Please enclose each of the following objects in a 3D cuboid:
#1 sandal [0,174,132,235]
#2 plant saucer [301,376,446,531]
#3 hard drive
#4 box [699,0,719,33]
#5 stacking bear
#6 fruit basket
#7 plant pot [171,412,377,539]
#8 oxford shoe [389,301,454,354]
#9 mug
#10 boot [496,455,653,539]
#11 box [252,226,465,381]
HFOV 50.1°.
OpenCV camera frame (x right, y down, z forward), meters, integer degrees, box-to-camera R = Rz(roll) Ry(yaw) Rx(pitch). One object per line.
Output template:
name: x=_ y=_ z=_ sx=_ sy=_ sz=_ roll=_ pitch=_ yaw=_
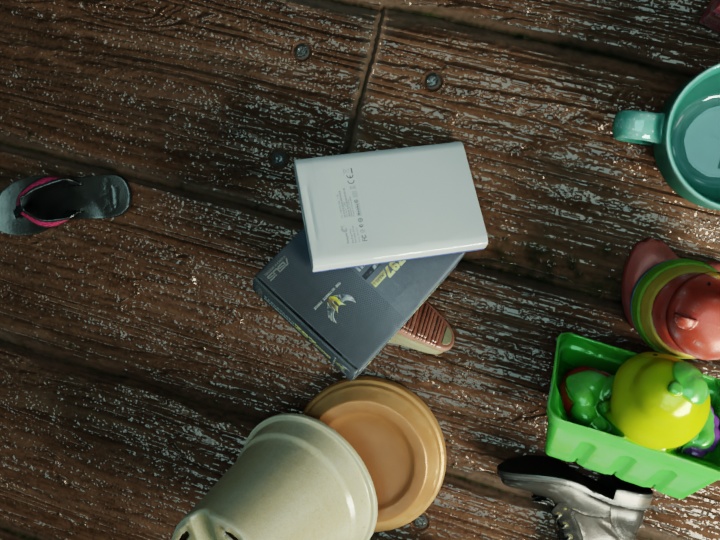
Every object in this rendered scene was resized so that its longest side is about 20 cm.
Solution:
sandal: x=-0.396 y=-0.090 z=1.000 sx=0.199 sy=0.045 sz=0.076 roll=-8 pitch=95 yaw=11
plant saucer: x=0.007 y=0.235 z=0.966 sx=0.199 sy=0.037 sz=0.202 roll=1 pitch=96 yaw=11
hard drive: x=0.033 y=-0.075 z=0.873 sx=0.199 sy=0.025 sz=0.133 roll=-8 pitch=70 yaw=-10
box: x=0.474 y=-0.267 z=0.793 sx=0.199 sy=0.095 sz=0.103 roll=28 pitch=100 yaw=6
stacking bear: x=0.341 y=0.039 z=0.796 sx=0.121 sy=0.200 sz=0.114 roll=23 pitch=98 yaw=7
fruit basket: x=0.303 y=0.136 z=0.816 sx=0.214 sy=0.156 sz=0.217 roll=11 pitch=131 yaw=13
plant pot: x=-0.109 y=0.297 z=0.890 sx=0.199 sy=0.183 sz=0.202 roll=9 pitch=110 yaw=27
oxford shoe: x=0.017 y=0.056 z=0.940 sx=0.199 sy=0.071 sz=0.074 roll=26 pitch=129 yaw=3
mug: x=0.378 y=-0.150 z=0.814 sx=0.185 sy=0.114 sz=0.152 roll=41 pitch=102 yaw=5
boot: x=0.247 y=0.324 z=0.915 sx=0.199 sy=0.069 sz=0.175 roll=12 pitch=98 yaw=7
box: x=0.000 y=0.000 z=0.882 sx=0.158 sy=0.051 sz=0.200 roll=42 pitch=70 yaw=7
